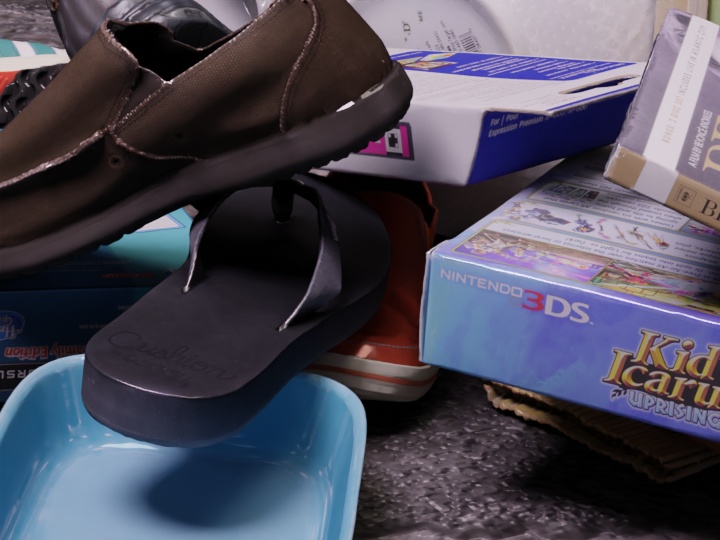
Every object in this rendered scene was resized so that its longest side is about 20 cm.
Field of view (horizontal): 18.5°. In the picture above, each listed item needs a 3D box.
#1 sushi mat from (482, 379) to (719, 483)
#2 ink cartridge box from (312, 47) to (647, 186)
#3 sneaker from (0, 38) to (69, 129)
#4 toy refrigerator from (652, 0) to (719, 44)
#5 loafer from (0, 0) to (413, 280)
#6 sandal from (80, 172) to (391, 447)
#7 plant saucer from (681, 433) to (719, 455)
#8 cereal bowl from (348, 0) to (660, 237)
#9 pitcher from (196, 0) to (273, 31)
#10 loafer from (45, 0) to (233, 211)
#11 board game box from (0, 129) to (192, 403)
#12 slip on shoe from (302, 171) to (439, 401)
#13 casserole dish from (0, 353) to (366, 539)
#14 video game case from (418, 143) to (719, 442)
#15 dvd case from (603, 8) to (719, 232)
[{"bbox_3d":[0.150,0.041,0.883,0.199,0.012,0.095,-14,28,-41],"label":"sushi mat"},{"bbox_3d":[0.034,-0.062,0.858,0.094,0.037,0.199,-17,15,-39],"label":"ink cartridge box"},{"bbox_3d":[-0.176,-0.078,1.081,0.198,0.071,0.093,9,2,17],"label":"sneaker"},{"bbox_3d":[0.163,-0.117,0.898,0.075,0.202,0.070,2,13,-4],"label":"toy refrigerator"},{"bbox_3d":[-0.082,-0.056,0.790,0.199,0.072,0.073,-19,16,11],"label":"loafer"},{"bbox_3d":[-0.035,0.002,0.779,0.076,0.043,0.200,13,24,9],"label":"sandal"},{"bbox_3d":[0.184,0.034,0.839,0.198,0.038,0.200,4,22,-2],"label":"plant saucer"},{"bbox_3d":[0.045,-0.101,0.983,0.199,0.201,0.083,14,28,25],"label":"cereal bowl"},{"bbox_3d":[0.000,-0.173,1.289,0.199,0.122,0.171,-20,30,-32],"label":"pitcher"},{"bbox_3d":[-0.076,-0.083,0.963,0.072,0.073,0.200,46,-4,23],"label":"loafer"},{"bbox_3d":[-0.146,-0.007,0.893,0.150,0.047,0.200,-1,21,-20],"label":"board game box"},{"bbox_3d":[0.000,0.000,0.892,0.073,0.062,0.200,8,21,2],"label":"slip on shoe"},{"bbox_3d":[-0.061,0.078,0.698,0.120,0.039,0.200,6,21,1],"label":"casserole dish"},{"bbox_3d":[0.146,0.010,0.780,0.199,0.046,0.181,14,22,22],"label":"video game case"},{"bbox_3d":[0.183,-0.021,0.737,0.199,0.016,0.149,25,27,4],"label":"dvd case"}]
